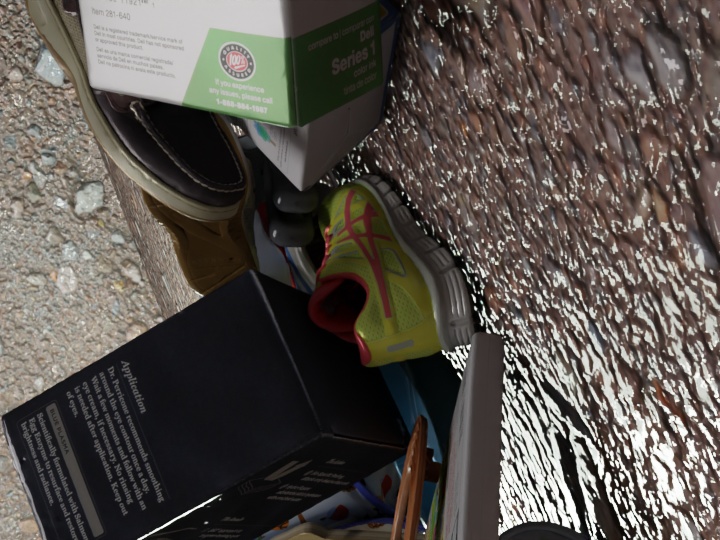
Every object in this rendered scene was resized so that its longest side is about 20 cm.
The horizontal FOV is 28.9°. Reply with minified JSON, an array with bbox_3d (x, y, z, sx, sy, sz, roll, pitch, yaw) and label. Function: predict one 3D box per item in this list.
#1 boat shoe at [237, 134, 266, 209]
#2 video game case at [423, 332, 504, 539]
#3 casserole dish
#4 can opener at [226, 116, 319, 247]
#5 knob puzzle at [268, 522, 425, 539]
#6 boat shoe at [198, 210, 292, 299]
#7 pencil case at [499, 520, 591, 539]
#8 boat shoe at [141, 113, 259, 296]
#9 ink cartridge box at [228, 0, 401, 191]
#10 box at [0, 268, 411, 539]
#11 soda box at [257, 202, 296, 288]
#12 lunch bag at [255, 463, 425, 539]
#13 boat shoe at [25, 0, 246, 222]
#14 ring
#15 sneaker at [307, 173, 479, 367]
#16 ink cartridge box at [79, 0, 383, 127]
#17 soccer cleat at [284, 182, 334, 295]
[{"bbox_3d":[-0.117,-0.068,1.094,0.200,0.066,0.075,-20,-74,-68],"label":"boat shoe"},{"bbox_3d":[0.054,0.168,0.799,0.201,0.023,0.184,-81,1,-54],"label":"video game case"},{"bbox_3d":[0.051,0.117,1.009,0.122,0.038,0.202,55,163,44],"label":"casserole dish"},{"bbox_3d":[-0.071,-0.085,1.025,0.201,0.066,0.054,-101,18,-59],"label":"can opener"},{"bbox_3d":[0.001,0.253,1.129,0.221,0.216,0.031,84,-160,-51],"label":"knob puzzle"},{"bbox_3d":[-0.091,0.016,1.084,0.200,0.071,0.069,-120,14,-61],"label":"boat shoe"},{"bbox_3d":[0.097,0.217,0.872,0.084,0.090,0.200,62,165,18],"label":"pencil case"},{"bbox_3d":[-0.107,-0.061,0.946,0.201,0.070,0.070,87,-179,-56],"label":"boat shoe"},{"bbox_3d":[-0.073,-0.165,0.844,0.200,0.076,0.137,44,161,12],"label":"ink cartridge box"},{"bbox_3d":[-0.094,0.110,0.931,0.119,0.198,0.196,64,-168,17],"label":"box"},{"bbox_3d":[-0.063,0.029,1.212,0.063,0.069,0.203,-34,-74,-60],"label":"soda box"},{"bbox_3d":[-0.053,0.171,1.158,0.201,0.169,0.125,50,-146,-24],"label":"lunch bag"},{"bbox_3d":[-0.126,-0.117,0.814,0.065,0.071,0.201,-50,64,31],"label":"boat shoe"},{"bbox_3d":[0.029,0.194,0.894,0.200,0.019,0.204,-170,90,-89],"label":"ring"},{"bbox_3d":[0.000,0.000,0.907,0.200,0.089,0.079,-133,22,-61],"label":"sneaker"},{"bbox_3d":[-0.070,-0.187,0.689,0.143,0.084,0.203,14,120,33],"label":"ink cartridge box"},{"bbox_3d":[-0.011,0.033,1.050,0.086,0.069,0.203,-157,47,-73],"label":"soccer cleat"}]
